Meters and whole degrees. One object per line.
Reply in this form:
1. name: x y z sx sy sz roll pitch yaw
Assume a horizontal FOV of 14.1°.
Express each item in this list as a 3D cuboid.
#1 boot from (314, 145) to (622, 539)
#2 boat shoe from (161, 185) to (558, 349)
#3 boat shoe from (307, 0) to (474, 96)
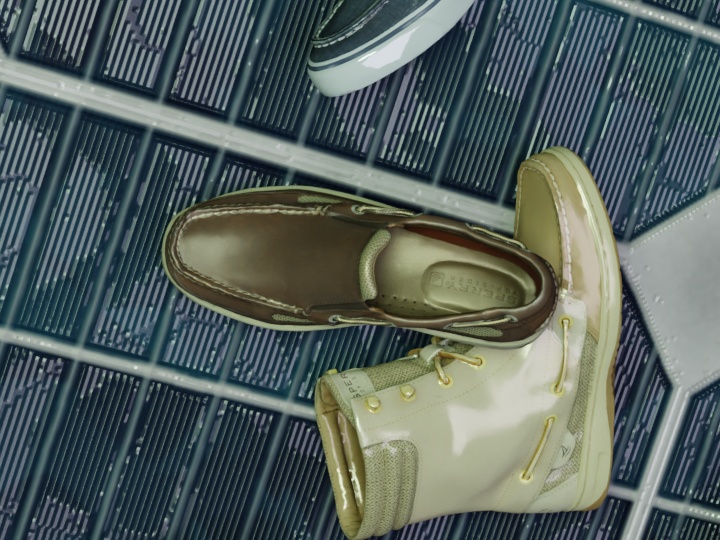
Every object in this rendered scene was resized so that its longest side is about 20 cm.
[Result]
1. boot: 0.054 0.040 1.532 0.155 0.073 0.201 -7 109 -20
2. boat shoe: 0.001 -0.006 1.460 0.202 0.075 0.075 5 82 -2
3. boat shoe: 0.030 -0.181 1.469 0.200 0.071 0.091 -44 114 -15
